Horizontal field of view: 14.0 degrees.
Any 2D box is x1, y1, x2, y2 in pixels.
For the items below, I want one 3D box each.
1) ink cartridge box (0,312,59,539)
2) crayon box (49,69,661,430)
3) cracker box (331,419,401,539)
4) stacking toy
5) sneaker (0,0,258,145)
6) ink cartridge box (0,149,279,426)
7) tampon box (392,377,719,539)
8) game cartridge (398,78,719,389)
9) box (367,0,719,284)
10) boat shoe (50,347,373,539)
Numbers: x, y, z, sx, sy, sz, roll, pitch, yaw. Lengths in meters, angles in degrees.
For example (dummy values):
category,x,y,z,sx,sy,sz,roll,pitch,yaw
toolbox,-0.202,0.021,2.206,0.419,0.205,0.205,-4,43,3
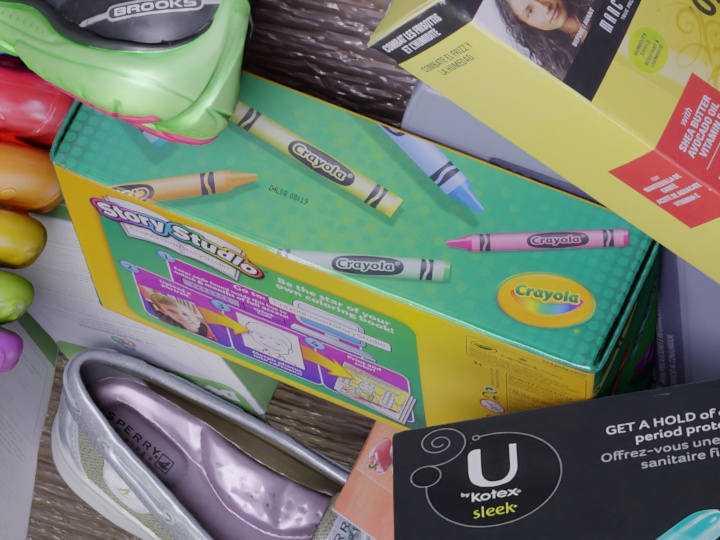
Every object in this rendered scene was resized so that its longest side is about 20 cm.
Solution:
category,x,y,z,sx,sy,sz,roll,pitch,yaw
ink cartridge box,-0.181,0.034,1.170,0.048,0.200,0.146,-23,125,18
crayon box,0.000,0.000,0.998,0.199,0.058,0.119,22,158,13
cracker box,0.104,0.116,1.117,0.200,0.058,0.134,21,-173,-45
stacking toy,-0.157,0.003,1.057,0.109,0.201,0.116,5,175,5
sneaker,-0.096,-0.108,0.949,0.200,0.084,0.077,31,-176,38
ink cartridge box,-0.086,0.003,1.196,0.103,0.059,0.200,13,155,31
tampon box,0.093,0.147,0.889,0.149,0.200,0.127,-9,128,7
game cartridge,0.079,-0.012,1.006,0.133,0.041,0.200,17,157,15
box,0.104,-0.046,0.847,0.200,0.075,0.050,35,157,-17
boat shoe,-0.037,0.100,1.181,0.202,0.075,0.065,34,157,9
